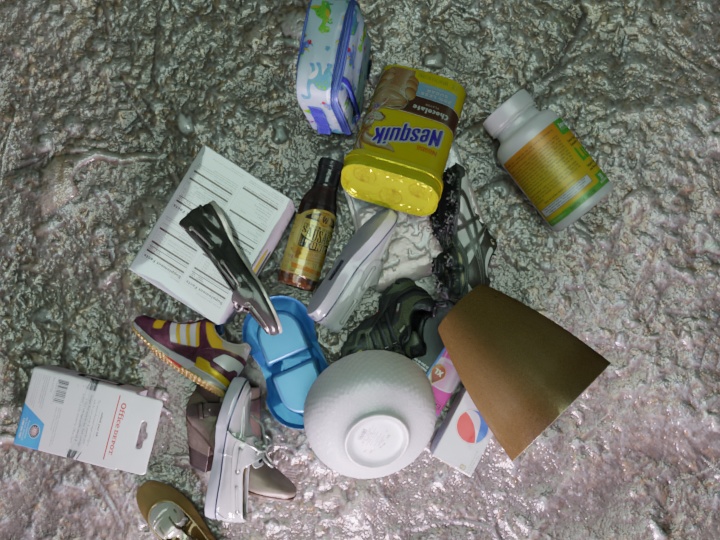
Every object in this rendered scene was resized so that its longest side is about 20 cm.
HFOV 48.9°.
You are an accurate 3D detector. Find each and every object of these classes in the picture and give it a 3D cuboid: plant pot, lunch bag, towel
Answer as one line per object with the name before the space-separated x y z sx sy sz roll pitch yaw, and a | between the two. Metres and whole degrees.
plant pot | 0.206 0.122 1.091 0.186 0.187 0.200 -42 72 -3
lunch bag | -0.038 -0.291 1.156 0.081 0.200 0.164 11 84 7
towel | 0.087 -0.087 1.226 0.197 0.032 0.194 -19 86 -1

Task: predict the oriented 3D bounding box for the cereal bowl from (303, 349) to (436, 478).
cereal bowl | 0.018 0.220 1.132 0.196 0.084 0.203 -4 118 -8

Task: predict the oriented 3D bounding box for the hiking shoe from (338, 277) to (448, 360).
hiking shoe | 0.044 0.109 1.168 0.100 0.076 0.202 28 82 43

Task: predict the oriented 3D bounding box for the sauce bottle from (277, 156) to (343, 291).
sauce bottle | -0.072 -0.071 1.206 0.065 0.066 0.203 15 87 1

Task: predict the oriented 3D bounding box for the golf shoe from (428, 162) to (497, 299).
golf shoe | 0.156 -0.057 1.183 0.093 0.077 0.204 4 84 -25

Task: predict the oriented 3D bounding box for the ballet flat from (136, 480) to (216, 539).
ballet flat | -0.258 0.391 1.169 0.200 0.063 0.069 44 86 3

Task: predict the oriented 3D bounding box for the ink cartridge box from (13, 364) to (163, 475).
ink cartridge box | -0.394 0.221 1.178 0.197 0.068 0.118 14 86 1

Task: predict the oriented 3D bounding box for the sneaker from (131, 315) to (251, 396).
sneaker | -0.249 0.104 1.173 0.198 0.075 0.091 28 70 25

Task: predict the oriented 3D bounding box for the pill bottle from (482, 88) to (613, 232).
pill bottle | 0.277 -0.169 1.194 0.111 0.111 0.201 -38 87 -3

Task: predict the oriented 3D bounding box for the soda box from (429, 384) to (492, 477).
soda box | 0.179 0.201 1.189 0.067 0.064 0.202 28 86 2

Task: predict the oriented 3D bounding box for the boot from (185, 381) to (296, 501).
boot | -0.172 0.240 1.169 0.197 0.070 0.149 16 98 10

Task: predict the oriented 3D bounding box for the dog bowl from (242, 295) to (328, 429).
dog bowl | -0.104 0.138 1.198 0.110 0.050 0.203 -22 86 -2

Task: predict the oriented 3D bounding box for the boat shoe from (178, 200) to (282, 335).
boat shoe | -0.172 0.006 1.047 0.056 0.067 0.202 -28 85 -15

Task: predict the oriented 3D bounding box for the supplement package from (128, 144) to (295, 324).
supplement package | -0.208 -0.047 1.158 0.149 0.152 0.202 31 86 -1

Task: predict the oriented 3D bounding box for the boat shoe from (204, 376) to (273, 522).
boat shoe | -0.159 0.254 1.103 0.085 0.075 0.206 10 91 7

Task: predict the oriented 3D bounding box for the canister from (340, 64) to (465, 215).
canister | 0.068 -0.197 1.173 0.146 0.087 0.202 16 62 5

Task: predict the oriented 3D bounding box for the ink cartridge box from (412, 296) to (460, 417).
ink cartridge box | 0.108 0.148 1.208 0.094 0.037 0.201 34 88 1

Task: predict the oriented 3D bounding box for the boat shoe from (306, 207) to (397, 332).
boat shoe | 0.000 0.000 1.182 0.065 0.074 0.201 37 91 -20
